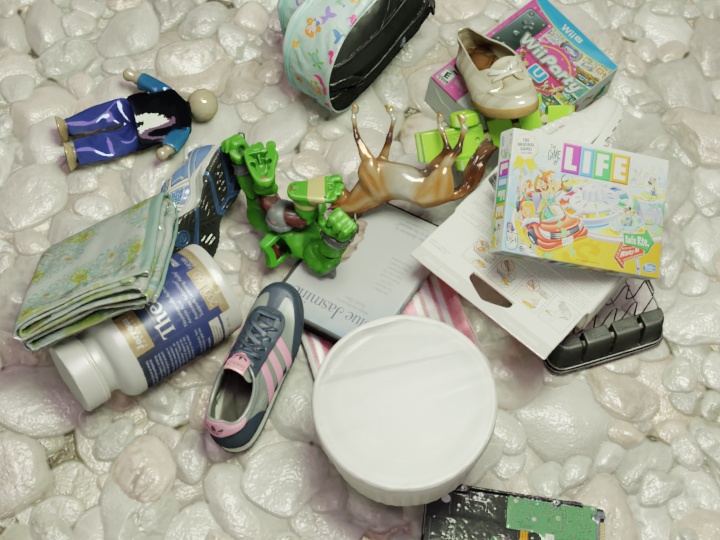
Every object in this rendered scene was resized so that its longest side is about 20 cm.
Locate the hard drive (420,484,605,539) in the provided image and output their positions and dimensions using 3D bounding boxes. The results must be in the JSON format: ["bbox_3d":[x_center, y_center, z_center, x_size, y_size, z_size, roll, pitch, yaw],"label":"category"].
[{"bbox_3d":[0.161,0.308,1.460,0.197,0.038,0.141,8,59,-2],"label":"hard drive"}]

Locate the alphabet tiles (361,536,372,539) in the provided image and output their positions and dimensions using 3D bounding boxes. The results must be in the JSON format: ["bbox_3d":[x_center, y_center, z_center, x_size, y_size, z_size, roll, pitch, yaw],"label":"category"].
[{"bbox_3d":[0.071,0.368,1.445,0.198,0.008,0.168,25,64,7],"label":"alphabet tiles"}]

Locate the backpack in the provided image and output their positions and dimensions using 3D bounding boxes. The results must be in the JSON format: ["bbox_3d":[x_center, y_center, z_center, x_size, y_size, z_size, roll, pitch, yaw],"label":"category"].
[{"bbox_3d":[-0.018,-0.305,1.687,0.149,0.178,0.201,29,74,14],"label":"backpack"}]

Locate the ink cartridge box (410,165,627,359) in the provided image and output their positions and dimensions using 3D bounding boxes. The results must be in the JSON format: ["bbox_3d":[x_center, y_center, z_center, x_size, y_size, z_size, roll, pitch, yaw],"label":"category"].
[{"bbox_3d":[0.183,-0.005,1.565,0.199,0.045,0.176,39,64,18],"label":"ink cartridge box"}]

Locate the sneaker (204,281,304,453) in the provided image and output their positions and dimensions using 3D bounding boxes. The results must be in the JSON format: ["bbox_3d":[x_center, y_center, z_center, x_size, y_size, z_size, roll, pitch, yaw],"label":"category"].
[{"bbox_3d":[-0.116,0.098,1.506,0.069,0.082,0.202,11,72,17],"label":"sneaker"}]

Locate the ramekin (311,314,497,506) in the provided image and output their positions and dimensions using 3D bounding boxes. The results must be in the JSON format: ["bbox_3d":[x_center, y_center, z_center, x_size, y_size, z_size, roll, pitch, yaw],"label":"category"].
[{"bbox_3d":[0.047,0.157,1.465,0.199,0.095,0.205,-1,59,2],"label":"ramekin"}]

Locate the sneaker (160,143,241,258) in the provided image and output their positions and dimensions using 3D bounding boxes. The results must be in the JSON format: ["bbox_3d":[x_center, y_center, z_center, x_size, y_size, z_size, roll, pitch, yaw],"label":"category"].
[{"bbox_3d":[-0.206,-0.061,1.615,0.076,0.076,0.202,11,65,43],"label":"sneaker"}]

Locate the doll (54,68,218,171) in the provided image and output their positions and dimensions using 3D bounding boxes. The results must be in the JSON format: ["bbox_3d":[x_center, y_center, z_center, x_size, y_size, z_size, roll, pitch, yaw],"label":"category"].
[{"bbox_3d":[-0.271,-0.187,1.676,0.197,0.049,0.138,-16,66,-12],"label":"doll"}]

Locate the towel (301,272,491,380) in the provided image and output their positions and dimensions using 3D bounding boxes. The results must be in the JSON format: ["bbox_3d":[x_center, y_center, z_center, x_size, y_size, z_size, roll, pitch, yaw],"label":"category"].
[{"bbox_3d":[0.036,0.085,1.574,0.198,0.030,0.148,-17,65,-12],"label":"towel"}]

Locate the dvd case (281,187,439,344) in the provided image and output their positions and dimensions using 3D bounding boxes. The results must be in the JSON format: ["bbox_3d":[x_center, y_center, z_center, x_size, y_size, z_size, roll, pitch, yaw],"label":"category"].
[{"bbox_3d":[0.000,0.000,1.599,0.141,0.018,0.201,25,59,19],"label":"dvd case"}]

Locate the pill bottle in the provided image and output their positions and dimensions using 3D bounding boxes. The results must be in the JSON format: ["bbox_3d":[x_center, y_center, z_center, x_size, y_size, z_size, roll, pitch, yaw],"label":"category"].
[{"bbox_3d":[-0.238,0.066,1.514,0.199,0.111,0.111,-33,70,-19],"label":"pill bottle"}]

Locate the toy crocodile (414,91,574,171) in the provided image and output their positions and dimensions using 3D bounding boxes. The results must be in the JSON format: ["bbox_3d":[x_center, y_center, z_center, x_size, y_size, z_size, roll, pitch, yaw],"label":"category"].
[{"bbox_3d":[0.162,-0.167,1.630,0.197,0.062,0.068,-15,104,1],"label":"toy crocodile"}]

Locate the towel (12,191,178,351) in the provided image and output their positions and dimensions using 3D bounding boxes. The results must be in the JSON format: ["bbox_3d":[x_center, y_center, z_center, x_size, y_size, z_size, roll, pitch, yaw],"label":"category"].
[{"bbox_3d":[-0.288,-0.002,1.499,0.169,0.049,0.201,-21,27,12],"label":"towel"}]

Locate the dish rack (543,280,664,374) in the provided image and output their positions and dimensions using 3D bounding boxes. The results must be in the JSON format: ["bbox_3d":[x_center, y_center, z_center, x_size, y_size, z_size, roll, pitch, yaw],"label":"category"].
[{"bbox_3d":[0.261,0.009,1.619,0.151,0.055,0.202,-14,63,-12],"label":"dish rack"}]

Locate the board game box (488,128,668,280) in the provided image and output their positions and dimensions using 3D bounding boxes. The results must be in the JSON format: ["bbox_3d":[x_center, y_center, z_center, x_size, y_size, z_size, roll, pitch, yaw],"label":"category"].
[{"bbox_3d":[0.243,-0.071,1.511,0.197,0.034,0.137,9,83,-20],"label":"board game box"}]

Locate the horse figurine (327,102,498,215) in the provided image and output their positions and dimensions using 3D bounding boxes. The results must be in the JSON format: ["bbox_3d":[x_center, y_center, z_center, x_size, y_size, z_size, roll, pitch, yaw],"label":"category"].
[{"bbox_3d":[0.059,-0.122,1.595,0.197,0.050,0.135,7,100,10],"label":"horse figurine"}]

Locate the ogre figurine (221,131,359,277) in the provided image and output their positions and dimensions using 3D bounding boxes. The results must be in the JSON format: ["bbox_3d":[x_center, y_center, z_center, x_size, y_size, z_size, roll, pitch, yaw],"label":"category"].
[{"bbox_3d":[-0.082,-0.068,1.569,0.198,0.121,0.099,19,52,16],"label":"ogre figurine"}]

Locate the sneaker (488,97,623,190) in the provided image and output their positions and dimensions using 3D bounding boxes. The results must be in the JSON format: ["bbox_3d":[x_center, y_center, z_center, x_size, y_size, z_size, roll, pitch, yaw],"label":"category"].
[{"bbox_3d":[0.230,-0.143,1.577,0.080,0.077,0.200,39,62,6],"label":"sneaker"}]

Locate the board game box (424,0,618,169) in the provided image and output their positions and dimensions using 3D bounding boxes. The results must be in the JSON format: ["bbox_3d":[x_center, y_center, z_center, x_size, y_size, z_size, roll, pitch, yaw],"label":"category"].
[{"bbox_3d":[0.203,-0.237,1.733,0.199,0.064,0.148,-38,73,-21],"label":"board game box"}]

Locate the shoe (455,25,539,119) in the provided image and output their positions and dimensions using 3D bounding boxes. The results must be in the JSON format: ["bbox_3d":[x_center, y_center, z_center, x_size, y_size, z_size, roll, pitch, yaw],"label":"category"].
[{"bbox_3d":[0.153,-0.233,1.607,0.069,0.054,0.200,-20,32,-6],"label":"shoe"}]
